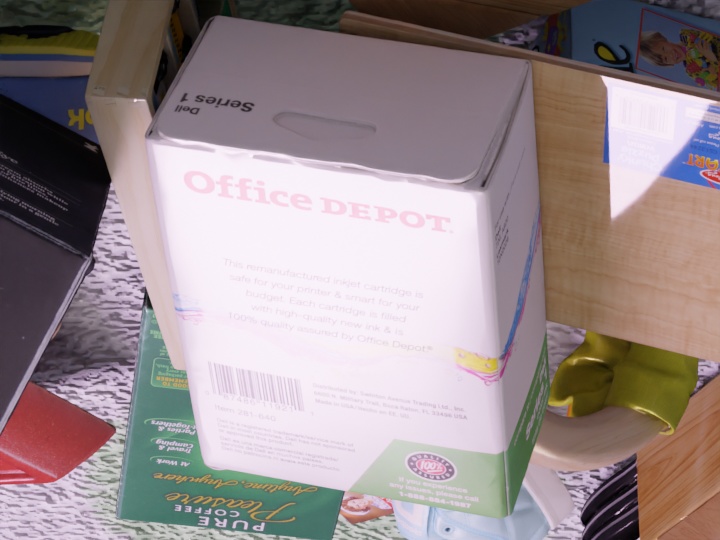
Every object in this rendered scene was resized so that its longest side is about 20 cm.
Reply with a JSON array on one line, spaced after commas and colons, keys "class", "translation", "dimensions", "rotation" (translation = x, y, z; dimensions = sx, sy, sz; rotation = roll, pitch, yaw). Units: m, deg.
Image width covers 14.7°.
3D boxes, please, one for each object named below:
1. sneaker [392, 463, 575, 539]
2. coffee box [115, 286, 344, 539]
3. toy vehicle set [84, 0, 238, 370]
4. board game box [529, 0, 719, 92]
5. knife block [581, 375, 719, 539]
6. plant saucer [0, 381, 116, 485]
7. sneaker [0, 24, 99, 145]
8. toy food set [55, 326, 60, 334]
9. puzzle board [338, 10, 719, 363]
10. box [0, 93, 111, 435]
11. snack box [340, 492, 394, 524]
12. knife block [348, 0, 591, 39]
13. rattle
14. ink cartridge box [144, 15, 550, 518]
[{"class": "sneaker", "translation": [0.048, 0.106, 1.470], "dimensions": [0.082, 0.074, 0.200], "rotation": [-48, 136, -7]}, {"class": "coffee box", "translation": [-0.059, 0.066, 1.425], "dimensions": [0.122, 0.044, 0.200], "rotation": [5, 143, -5]}, {"class": "toy vehicle set", "translation": [-0.076, -0.061, 1.221], "dimensions": [0.026, 0.125, 0.200], "rotation": [3, 146, 11]}, {"class": "board game box", "translation": [0.168, -0.038, 1.264], "dimensions": [0.199, 0.105, 0.103], "rotation": [13, 143, -14]}, {"class": "knife block", "translation": [0.192, 0.105, 1.502], "dimensions": [0.064, 0.176, 0.201], "rotation": [18, 96, -24]}, {"class": "plant saucer", "translation": [-0.259, 0.075, 1.428], "dimensions": [0.199, 0.037, 0.200], "rotation": [-4, 159, 27]}, {"class": "sneaker", "translation": [-0.207, -0.062, 1.246], "dimensions": [0.199, 0.074, 0.083], "rotation": [-2, 106, 8]}, {"class": "toy food set", "translation": [-0.243, 0.006, 1.351], "dimensions": [0.199, 0.049, 0.198], "rotation": [9, 161, -12]}, {"class": "puzzle board", "translation": [0.089, -0.033, 1.172], "dimensions": [0.199, 0.017, 0.151], "rotation": [13, 138, 15]}, {"class": "box", "translation": [-0.210, -0.029, 1.126], "dimensions": [0.199, 0.182, 0.104], "rotation": [28, 103, -7]}, {"class": "snack box", "translation": [-0.022, 0.073, 1.493], "dimensions": [0.072, 0.024, 0.200], "rotation": [-18, 140, 23]}, {"class": "knife block", "translation": [0.019, -0.168, 1.122], "dimensions": [0.199, 0.064, 0.176], "rotation": [-18, 141, 25]}, {"class": "rattle", "translation": [0.056, 0.035, 1.381], "dimensions": [0.199, 0.131, 0.143], "rotation": [-3, -170, -17]}, {"class": "ink cartridge box", "translation": [0.000, 0.000, 1.174], "dimensions": [0.144, 0.084, 0.201], "rotation": [9, 137, 15]}]
